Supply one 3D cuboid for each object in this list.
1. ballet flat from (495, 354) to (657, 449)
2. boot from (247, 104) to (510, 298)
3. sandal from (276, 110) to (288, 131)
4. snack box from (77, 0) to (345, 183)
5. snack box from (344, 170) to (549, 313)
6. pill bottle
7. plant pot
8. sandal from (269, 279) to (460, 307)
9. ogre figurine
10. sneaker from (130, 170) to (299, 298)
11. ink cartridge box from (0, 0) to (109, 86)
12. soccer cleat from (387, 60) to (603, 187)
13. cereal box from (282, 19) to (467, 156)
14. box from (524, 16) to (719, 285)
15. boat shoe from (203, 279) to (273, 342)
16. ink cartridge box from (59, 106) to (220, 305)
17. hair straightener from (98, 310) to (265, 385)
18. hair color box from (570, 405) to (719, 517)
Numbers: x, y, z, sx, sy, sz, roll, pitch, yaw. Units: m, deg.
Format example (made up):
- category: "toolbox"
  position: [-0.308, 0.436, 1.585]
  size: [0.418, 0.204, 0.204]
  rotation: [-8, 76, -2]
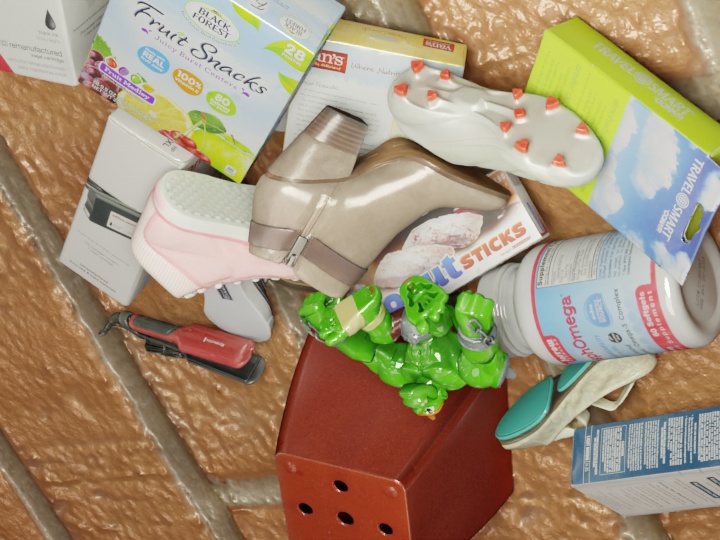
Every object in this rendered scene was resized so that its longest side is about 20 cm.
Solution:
- category: "ballet flat"
  position: [0.199, 0.121, 1.610]
  size: [0.062, 0.068, 0.200]
  rotation: [32, 136, -10]
- category: "boot"
  position: [0.008, -0.044, 1.474]
  size: [0.200, 0.070, 0.147]
  rotation: [24, 101, -8]
- category: "sandal"
  position: [-0.109, -0.210, 1.524]
  size: [0.079, 0.059, 0.207]
  rotation: [-35, 117, 25]
- category: "snack box"
  position: [-0.127, -0.185, 1.433]
  size: [0.168, 0.068, 0.200]
  rotation: [32, 143, -3]
- category: "snack box"
  position: [0.067, -0.013, 1.540]
  size: [0.200, 0.024, 0.072]
  rotation: [-32, 85, 27]
- category: "pill bottle"
  position: [0.203, 0.023, 1.494]
  size: [0.200, 0.109, 0.109]
  rotation: [-11, 119, 37]
- category: "plant pot"
  position: [0.020, 0.182, 1.685]
  size: [0.199, 0.176, 0.200]
  rotation: [11, 130, 23]
- category: "sandal"
  position: [0.000, 0.000, 1.635]
  size: [0.200, 0.082, 0.055]
  rotation: [18, 111, 26]
- category: "ogre figurine"
  position: [0.052, 0.060, 1.497]
  size: [0.200, 0.098, 0.120]
  rotation: [-20, 132, 29]
- category: "sneaker"
  position: [-0.108, -0.019, 1.536]
  size: [0.200, 0.076, 0.105]
  rotation: [16, 134, -27]
- category: "ink cartridge box"
  position: [-0.308, -0.281, 1.567]
  size: [0.144, 0.084, 0.200]
  rotation: [13, 130, 22]
- category: "soccer cleat"
  position: [0.111, -0.110, 1.411]
  size: [0.200, 0.069, 0.078]
  rotation: [25, 154, 28]
- category: "cereal box"
  position: [0.006, -0.121, 1.519]
  size: [0.143, 0.040, 0.200]
  rotation: [12, 131, 0]
- category: "box"
  position: [0.213, -0.096, 1.385]
  size: [0.200, 0.048, 0.122]
  rotation: [43, 139, 27]
- category: "boat shoe"
  position: [-0.122, 0.000, 1.700]
  size: [0.072, 0.068, 0.200]
  rotation: [10, 152, 21]
- category: "ink cartridge box"
  position: [-0.187, -0.089, 1.609]
  size: [0.084, 0.145, 0.200]
  rotation: [33, 135, 4]
- category: "hair straightener"
  position: [-0.185, 0.085, 1.808]
  size: [0.199, 0.041, 0.077]
  rotation: [9, 150, 27]
- category: "hair color box"
  position: [0.299, 0.170, 1.566]
  size: [0.200, 0.061, 0.100]
  rotation: [-13, 150, 37]
